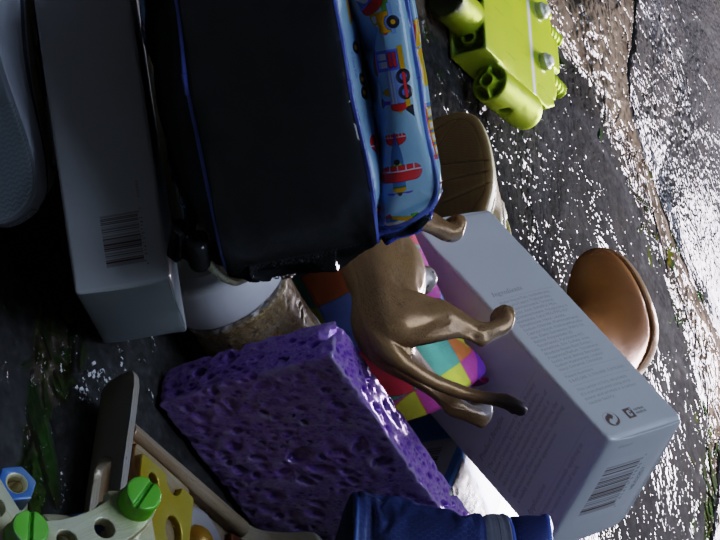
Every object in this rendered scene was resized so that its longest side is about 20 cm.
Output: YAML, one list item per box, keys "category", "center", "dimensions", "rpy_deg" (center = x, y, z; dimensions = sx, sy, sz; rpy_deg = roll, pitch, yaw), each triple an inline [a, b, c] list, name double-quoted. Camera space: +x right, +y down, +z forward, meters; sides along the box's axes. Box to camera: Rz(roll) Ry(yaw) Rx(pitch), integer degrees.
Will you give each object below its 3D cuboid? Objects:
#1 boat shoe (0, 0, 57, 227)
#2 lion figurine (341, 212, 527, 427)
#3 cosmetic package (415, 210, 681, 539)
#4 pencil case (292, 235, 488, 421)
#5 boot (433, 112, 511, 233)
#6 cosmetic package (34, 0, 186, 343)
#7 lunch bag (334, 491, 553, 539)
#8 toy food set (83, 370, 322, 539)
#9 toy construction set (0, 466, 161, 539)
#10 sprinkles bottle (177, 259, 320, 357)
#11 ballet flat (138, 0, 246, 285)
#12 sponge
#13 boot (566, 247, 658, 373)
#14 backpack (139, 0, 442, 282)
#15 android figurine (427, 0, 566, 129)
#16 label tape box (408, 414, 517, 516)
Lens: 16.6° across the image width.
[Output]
- category: "boat shoe"
  center: [-0.193, -0.121, 1.205]
  dimensions: [0.062, 0.071, 0.202]
  rpy_deg: [-58, 140, -80]
- category: "lion figurine"
  center: [0.013, 0.005, 1.367]
  dimensions: [0.122, 0.073, 0.200]
  rpy_deg: [19, 24, -34]
- category: "cosmetic package"
  center: [0.098, 0.065, 1.546]
  dimensions: [0.074, 0.102, 0.200]
  rpy_deg: [-11, 50, -40]
- category: "pencil case"
  center: [0.000, 0.000, 1.484]
  dimensions: [0.201, 0.088, 0.088]
  rpy_deg: [62, 26, -7]
- category: "boot"
  center: [0.091, 0.005, 1.726]
  dimensions: [0.155, 0.072, 0.201]
  rpy_deg: [40, 38, -56]
- category: "cosmetic package"
  center: [-0.128, -0.075, 1.251]
  dimensions: [0.151, 0.051, 0.201]
  rpy_deg: [83, -3, -79]
- category: "lunch bag"
  center: [0.042, 0.220, 1.356]
  dimensions: [0.200, 0.131, 0.137]
  rpy_deg: [108, -12, -57]
- category: "toy food set"
  center: [-0.079, 0.160, 1.290]
  dimensions: [0.200, 0.060, 0.144]
  rpy_deg: [49, 36, -47]
- category: "toy construction set"
  center: [-0.125, 0.178, 1.119]
  dimensions: [0.130, 0.092, 0.201]
  rpy_deg: [5, 70, -29]
- category: "sprinkles bottle"
  center: [-0.041, 0.062, 1.415]
  dimensions: [0.201, 0.068, 0.068]
  rpy_deg: [59, 29, -33]
- category: "ballet flat"
  center: [-0.090, -0.073, 1.363]
  dimensions: [0.067, 0.062, 0.201]
  rpy_deg: [3, 62, -32]
- category: "sponge"
  center: [-0.018, 0.115, 1.384]
  dimensions: [0.200, 0.111, 0.030]
  rpy_deg: [56, 29, -37]
- category: "boot"
  center: [0.162, 0.049, 1.859]
  dimensions: [0.155, 0.073, 0.201]
  rpy_deg: [36, 43, -49]
- category: "backpack"
  center: [-0.037, -0.092, 1.222]
  dimensions: [0.200, 0.134, 0.184]
  rpy_deg: [-111, -169, -86]
- category: "android figurine"
  center: [0.110, -0.196, 1.912]
  dimensions: [0.200, 0.041, 0.183]
  rpy_deg: [36, 45, -52]
- category: "label tape box"
  center: [0.081, 0.193, 1.613]
  dimensions: [0.201, 0.066, 0.144]
  rpy_deg: [63, 27, -22]
